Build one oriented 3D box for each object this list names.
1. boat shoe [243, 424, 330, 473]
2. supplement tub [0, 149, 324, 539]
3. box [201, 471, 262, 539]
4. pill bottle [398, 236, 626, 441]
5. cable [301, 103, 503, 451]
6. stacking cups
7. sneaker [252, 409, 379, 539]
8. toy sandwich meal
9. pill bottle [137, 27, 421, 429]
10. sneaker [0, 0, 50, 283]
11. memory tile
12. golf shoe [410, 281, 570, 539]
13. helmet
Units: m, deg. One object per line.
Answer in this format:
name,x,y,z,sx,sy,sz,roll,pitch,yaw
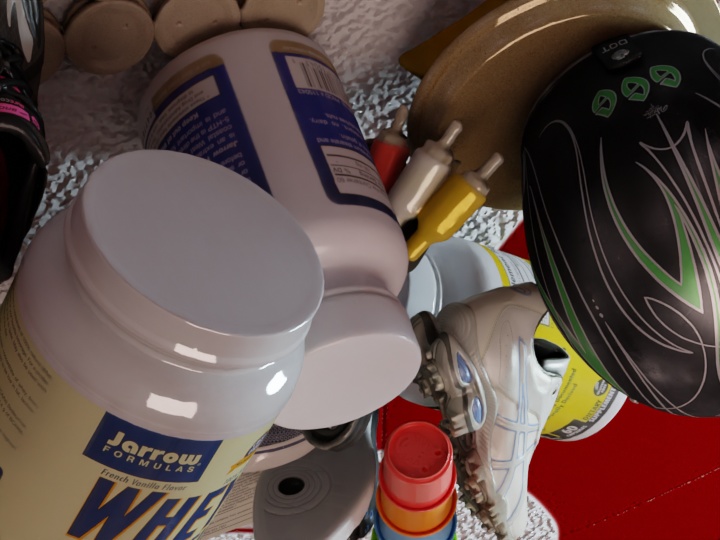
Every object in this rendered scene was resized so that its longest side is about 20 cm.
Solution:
boat shoe,-0.096,0.060,1.080,0.199,0.075,0.093,-2,137,-26
supplement tub,-0.114,0.055,0.926,0.144,0.145,0.200,7,132,-32
box,-0.113,0.082,1.209,0.095,0.078,0.201,-18,138,-10
pill bottle,0.077,0.041,1.240,0.199,0.112,0.111,17,123,-37
cable,0.000,0.000,1.089,0.201,0.097,0.050,-61,154,-1
stacking cups,0.030,0.147,1.184,0.060,0.061,0.200,-20,152,-8
sneaker,-0.018,0.152,1.226,0.073,0.200,0.112,2,125,11
toy sandwich meal,0.116,-0.120,1.135,0.204,0.070,0.206,-13,142,-10
pill bottle,-0.041,-0.021,1.037,0.119,0.201,0.120,-15,149,-9
sneaker,-0.177,-0.073,0.924,0.077,0.201,0.084,16,158,-41
memory tile,-0.110,-0.171,1.003,0.199,0.017,0.154,-11,136,-16
golf shoe,0.093,0.091,1.162,0.097,0.078,0.200,-28,137,-12
helmet,0.186,-0.018,1.075,0.199,0.191,0.200,-12,141,-10
